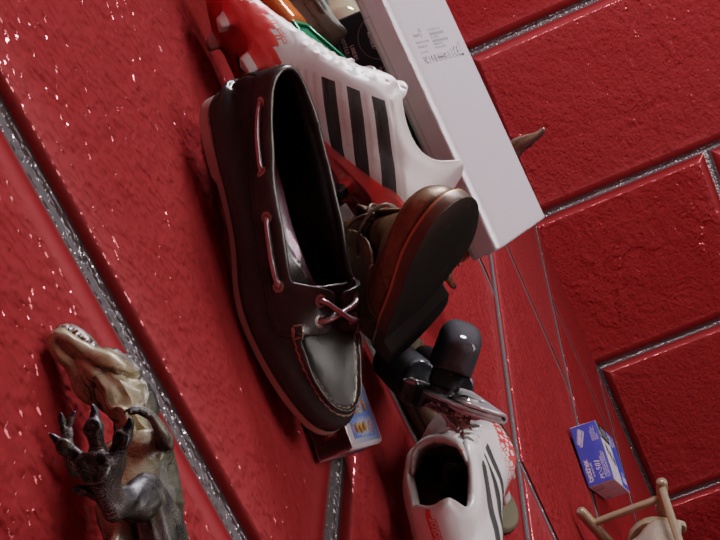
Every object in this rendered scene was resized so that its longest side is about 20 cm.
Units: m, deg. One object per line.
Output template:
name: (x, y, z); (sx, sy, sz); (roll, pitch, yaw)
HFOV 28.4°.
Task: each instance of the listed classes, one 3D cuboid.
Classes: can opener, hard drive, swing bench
can opener: (0.052, 0.064, 0.921); (0.200, 0.052, 0.067); (-170, -80, -79)
hard drive: (0.067, -0.115, 1.031); (0.201, 0.026, 0.132); (66, 25, -2)
swing bench: (0.360, 0.399, 1.729); (0.199, 0.129, 0.201); (-81, 148, -70)

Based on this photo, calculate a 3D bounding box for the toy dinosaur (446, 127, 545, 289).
toy dinosaur: (0.104, -0.070, 1.373); (0.199, 0.086, 0.137); (-28, 101, -36)

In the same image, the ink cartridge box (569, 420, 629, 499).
ink cartridge box: (0.370, 0.294, 2.190); (0.200, 0.044, 0.095); (41, 31, -68)

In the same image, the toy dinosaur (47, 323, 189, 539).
toy dinosaur: (-0.075, 0.096, 0.454); (0.088, 0.047, 0.201); (60, 16, -65)

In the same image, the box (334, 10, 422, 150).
box: (0.030, -0.125, 1.177); (0.200, 0.114, 0.133); (23, 46, -74)

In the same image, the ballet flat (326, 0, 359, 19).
ballet flat: (0.011, -0.190, 1.357); (0.200, 0.069, 0.070); (55, 17, -49)

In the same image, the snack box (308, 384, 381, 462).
snack box: (-0.038, 0.011, 0.830); (0.072, 0.024, 0.201); (15, 55, -76)

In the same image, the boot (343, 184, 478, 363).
boot: (0.014, -0.008, 0.793); (0.075, 0.074, 0.200); (46, -17, 9)

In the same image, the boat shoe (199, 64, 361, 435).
boat shoe: (-0.034, -0.014, 0.761); (0.067, 0.057, 0.202); (-3, 72, -53)

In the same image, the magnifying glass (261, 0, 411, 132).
magnifying glass: (-0.035, -0.153, 0.992); (0.200, 0.022, 0.079); (53, 27, 21)

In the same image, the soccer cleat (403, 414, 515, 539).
soccer cleat: (0.062, 0.133, 0.941); (0.200, 0.068, 0.086); (-78, 149, -63)

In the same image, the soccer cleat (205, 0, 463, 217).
soccer cleat: (-0.018, -0.108, 0.888); (0.200, 0.085, 0.069); (50, -20, 2)

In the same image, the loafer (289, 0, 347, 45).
loafer: (-0.061, -0.246, 1.086); (0.070, 0.069, 0.201); (39, 32, -68)

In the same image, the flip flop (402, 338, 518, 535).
flip flop: (0.085, 0.129, 1.108); (0.081, 0.057, 0.201); (-91, 157, -61)

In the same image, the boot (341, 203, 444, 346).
boot: (0.000, 0.000, 0.986); (0.167, 0.072, 0.201); (-79, 149, -48)
